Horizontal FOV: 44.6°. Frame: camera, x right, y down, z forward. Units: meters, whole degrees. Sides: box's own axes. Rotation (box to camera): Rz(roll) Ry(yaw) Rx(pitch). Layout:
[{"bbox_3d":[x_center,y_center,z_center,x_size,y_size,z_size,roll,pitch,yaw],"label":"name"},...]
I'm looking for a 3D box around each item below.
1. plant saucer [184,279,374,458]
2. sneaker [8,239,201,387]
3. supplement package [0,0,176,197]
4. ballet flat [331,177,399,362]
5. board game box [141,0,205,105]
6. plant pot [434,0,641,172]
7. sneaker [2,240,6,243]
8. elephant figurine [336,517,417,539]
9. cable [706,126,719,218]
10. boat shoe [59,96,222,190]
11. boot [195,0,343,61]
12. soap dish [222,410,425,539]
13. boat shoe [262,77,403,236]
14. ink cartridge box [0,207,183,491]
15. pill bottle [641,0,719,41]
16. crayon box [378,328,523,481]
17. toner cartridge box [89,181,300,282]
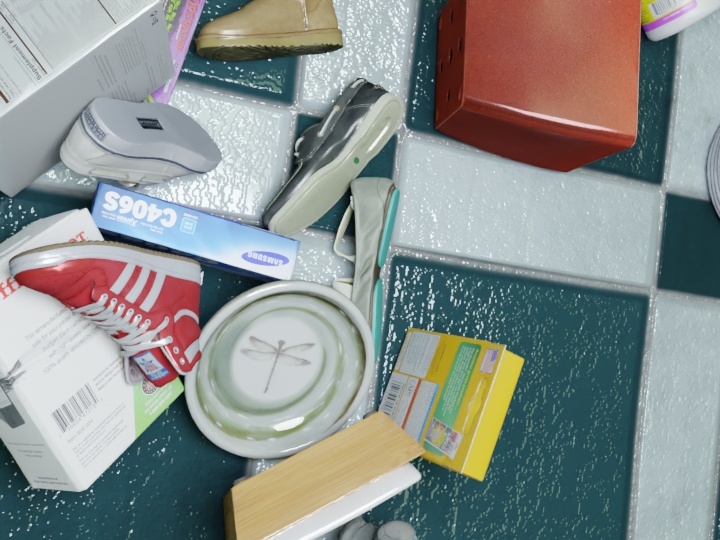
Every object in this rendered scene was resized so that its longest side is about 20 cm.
[{"bbox_3d":[-0.084,0.095,0.895,0.197,0.050,0.203,-9,116,-18],"label":"plant saucer"},{"bbox_3d":[-0.203,0.041,0.739,0.199,0.070,0.115,10,71,-58],"label":"sneaker"},{"bbox_3d":[-0.283,-0.194,0.749,0.199,0.191,0.148,-39,91,-10],"label":"supplement package"},{"bbox_3d":[0.000,0.000,0.948,0.063,0.067,0.204,8,92,10],"label":"ballet flat"},{"bbox_3d":[-0.241,-0.207,0.877,0.118,0.032,0.203,21,83,-14],"label":"board game box"},{"bbox_3d":[0.179,-0.226,0.952,0.173,0.200,0.204,4,88,-8],"label":"plant pot"},{"bbox_3d":[-0.393,0.039,0.798,0.199,0.073,0.086,-32,97,-29],"label":"sneaker"},{"bbox_3d":[0.021,0.368,0.906,0.152,0.142,0.203,1,125,12],"label":"elephant figurine"},{"bbox_3d":[0.543,-0.126,1.138,0.197,0.069,0.204,14,83,-18],"label":"cable"},{"bbox_3d":[-0.205,-0.111,0.829,0.070,0.200,0.071,-38,82,19],"label":"boat shoe"},{"bbox_3d":[-0.105,-0.326,0.912,0.173,0.066,0.204,-11,94,-33],"label":"boot"},{"bbox_3d":[-0.046,0.220,0.876,0.198,0.158,0.082,-24,77,-19],"label":"soap dish"},{"bbox_3d":[-0.039,-0.120,0.939,0.067,0.072,0.201,37,82,22],"label":"boat shoe"},{"bbox_3d":[-0.268,0.069,0.780,0.146,0.083,0.202,-46,120,-46],"label":"ink cartridge box"},{"bbox_3d":[0.354,-0.390,1.056,0.103,0.104,0.202,-32,99,-17],"label":"pill bottle"},{"bbox_3d":[0.091,0.134,0.897,0.051,0.199,0.128,25,81,-22],"label":"crayon box"},{"bbox_3d":[-0.167,-0.034,0.865,0.197,0.095,0.044,16,84,-18],"label":"toner cartridge box"}]
